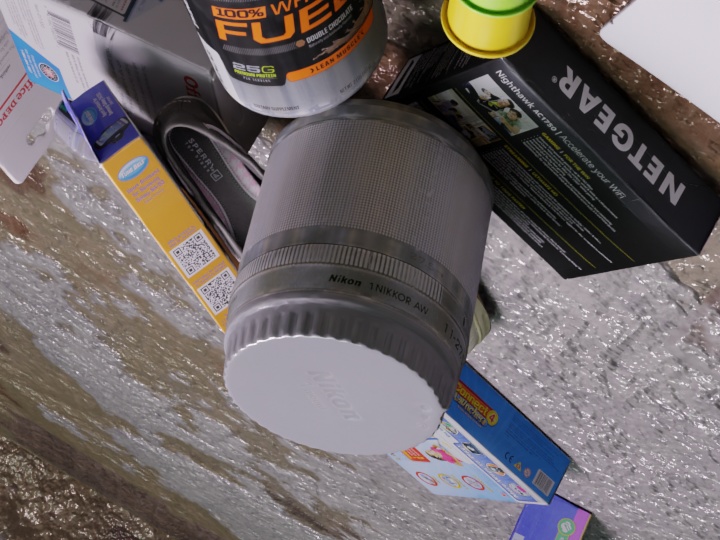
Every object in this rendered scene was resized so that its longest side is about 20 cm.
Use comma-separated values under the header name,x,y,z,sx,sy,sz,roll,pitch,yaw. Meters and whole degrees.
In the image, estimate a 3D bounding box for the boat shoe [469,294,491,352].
name,x,y,z,sx,sy,sz,roll,pitch,yaw
boat shoe,0.050,0.011,1.376,0.074,0.067,0.200,11,145,43

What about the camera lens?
name,x,y,z,sx,sy,sz,roll,pitch,yaw
camera lens,0.000,0.000,1.078,0.159,0.201,0.160,9,146,6

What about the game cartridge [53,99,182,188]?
name,x,y,z,sx,sy,sz,roll,pitch,yaw
game cartridge,-0.186,-0.105,1.357,0.129,0.039,0.200,21,-175,-21

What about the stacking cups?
name,x,y,z,sx,sy,sz,roll,pitch,yaw
stacking cups,0.082,-0.205,0.919,0.060,0.061,0.200,26,152,12

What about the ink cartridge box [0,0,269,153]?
name,x,y,z,sx,sy,sz,roll,pitch,yaw
ink cartridge box,-0.170,-0.177,1.248,0.199,0.086,0.147,24,157,14

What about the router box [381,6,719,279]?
name,x,y,z,sx,sy,sz,roll,pitch,yaw
router box,0.130,-0.080,1.108,0.200,0.051,0.149,42,155,-20

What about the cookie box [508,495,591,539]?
name,x,y,z,sx,sy,sz,roll,pitch,yaw
cookie box,0.181,0.355,1.795,0.075,0.172,0.200,24,157,11

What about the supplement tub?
name,x,y,z,sx,sy,sz,roll,pitch,yaw
supplement tub,-0.059,-0.199,1.012,0.122,0.123,0.200,20,156,26

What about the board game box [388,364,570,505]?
name,x,y,z,sx,sy,sz,roll,pitch,yaw
board game box,0.081,0.158,1.663,0.200,0.056,0.195,43,156,-25

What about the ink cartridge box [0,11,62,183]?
name,x,y,z,sx,sy,sz,roll,pitch,yaw
ink cartridge box,-0.349,-0.182,1.429,0.066,0.116,0.200,10,149,41

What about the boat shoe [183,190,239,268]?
name,x,y,z,sx,sy,sz,roll,pitch,yaw
boat shoe,-0.115,-0.030,1.460,0.199,0.071,0.070,28,178,-38

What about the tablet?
name,x,y,z,sx,sy,sz,roll,pitch,yaw
tablet,0.246,-0.107,0.956,0.199,0.014,0.130,35,158,-7

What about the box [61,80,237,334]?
name,x,y,z,sx,sy,sz,roll,pitch,yaw
box,-0.151,-0.055,1.205,0.201,0.041,0.119,59,175,-34

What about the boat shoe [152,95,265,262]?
name,x,y,z,sx,sy,sz,roll,pitch,yaw
boat shoe,-0.080,-0.040,1.181,0.200,0.067,0.057,49,-170,-16
